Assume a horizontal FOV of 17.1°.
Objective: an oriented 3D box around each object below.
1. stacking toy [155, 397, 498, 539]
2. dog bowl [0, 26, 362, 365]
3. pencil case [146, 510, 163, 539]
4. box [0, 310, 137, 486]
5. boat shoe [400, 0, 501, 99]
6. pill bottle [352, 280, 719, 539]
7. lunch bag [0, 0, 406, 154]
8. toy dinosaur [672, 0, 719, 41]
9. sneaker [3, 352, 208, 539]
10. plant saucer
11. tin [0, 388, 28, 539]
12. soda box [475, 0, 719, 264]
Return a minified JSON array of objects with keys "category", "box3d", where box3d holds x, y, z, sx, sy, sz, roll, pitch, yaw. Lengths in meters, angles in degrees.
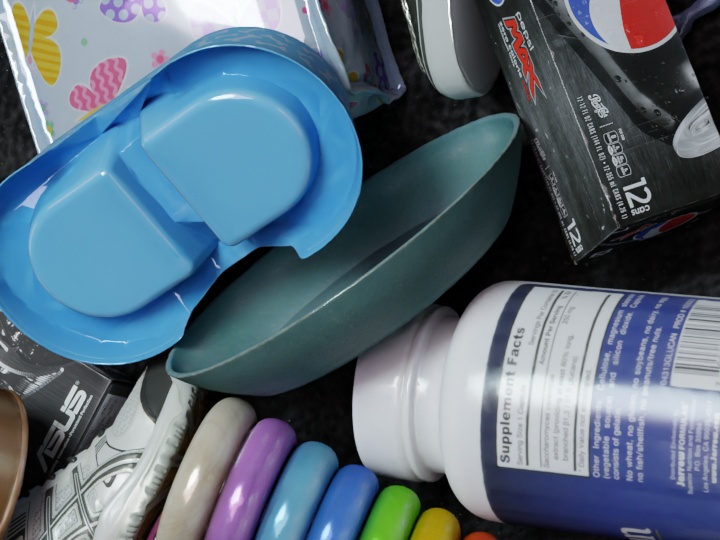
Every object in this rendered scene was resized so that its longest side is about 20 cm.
[{"category":"stacking toy","box3d":[0.012,0.132,1.072,0.199,0.085,0.086,23,90,6]},{"category":"dog bowl","box3d":[-0.086,-0.038,1.110,0.199,0.050,0.112,-33,110,23]},{"category":"pencil case","box3d":[-0.022,0.189,1.122,0.200,0.091,0.094,33,100,25]},{"category":"box","box3d":[-0.221,0.108,1.233,0.158,0.048,0.201,30,93,23]},{"category":"boat shoe","box3d":[0.030,-0.171,1.169,0.063,0.071,0.201,-14,65,24]},{"category":"pill bottle","box3d":[0.102,0.063,1.077,0.199,0.111,0.112,5,83,23]},{"category":"lunch bag","box3d":[-0.093,-0.154,1.173,0.169,0.127,0.201,-17,85,18]},{"category":"toy dinosaur","box3d":[0.203,-0.140,1.086,0.199,0.105,0.182,-21,92,7]},{"category":"sneaker","box3d":[-0.143,0.121,1.146,0.087,0.076,0.201,26,83,10]},{"category":"plant saucer","box3d":[0.000,0.000,1.103,0.199,0.200,0.036,-33,101,14]},{"category":"tin","box3d":[-0.222,0.142,1.146,0.201,0.042,0.112,-62,25,9]},{"category":"soda box","box3d":[0.098,-0.111,1.081,0.063,0.071,0.201,-18,81,-16]}]
